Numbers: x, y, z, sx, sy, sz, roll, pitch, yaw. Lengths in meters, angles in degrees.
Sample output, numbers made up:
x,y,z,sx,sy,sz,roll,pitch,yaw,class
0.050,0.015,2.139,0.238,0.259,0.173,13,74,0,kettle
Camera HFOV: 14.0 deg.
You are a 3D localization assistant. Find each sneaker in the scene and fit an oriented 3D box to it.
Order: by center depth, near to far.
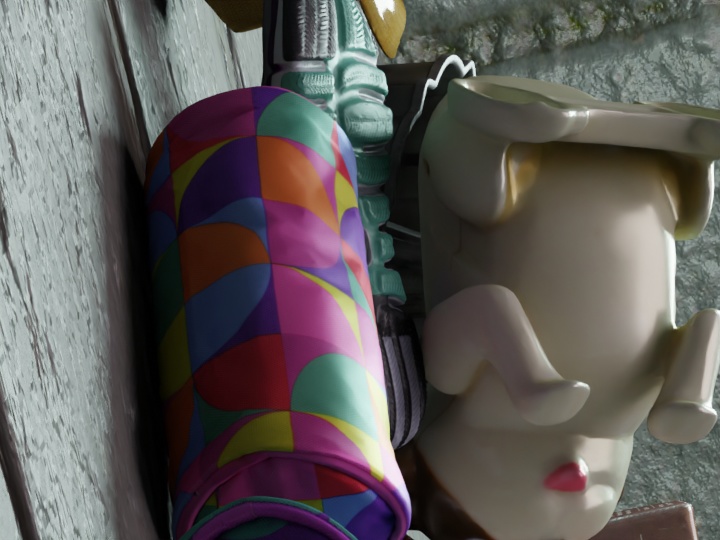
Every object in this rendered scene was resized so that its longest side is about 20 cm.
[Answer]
x,y,z,sx,sy,sz,roll,pitch,yaw,class
-0.035,-0.021,1.161,0.074,0.087,0.201,10,70,-59,sneaker

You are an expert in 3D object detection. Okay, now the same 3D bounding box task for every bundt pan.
x,y,z,sx,sy,sz,roll,pitch,yaw,class
0.000,0.000,1.312,0.202,0.075,0.203,6,90,-75,bundt pan

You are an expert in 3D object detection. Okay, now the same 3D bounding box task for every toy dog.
x,y,z,sx,sy,sz,roll,pitch,yaw,class
0.065,0.024,1.206,0.194,0.139,0.201,16,-79,54,toy dog

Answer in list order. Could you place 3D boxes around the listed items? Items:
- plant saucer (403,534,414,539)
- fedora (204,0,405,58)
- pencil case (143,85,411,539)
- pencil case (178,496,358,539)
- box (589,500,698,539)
x,y,z,sx,sy,sz,roll,pitch,yaw,class
0.048,0.214,1.252,0.199,0.037,0.201,32,-38,42,plant saucer
-0.051,-0.174,1.297,0.201,0.082,0.201,64,5,-10,fedora
-0.032,0.026,1.031,0.089,0.088,0.201,74,6,-46,pencil case
-0.017,0.137,0.900,0.200,0.085,0.093,68,5,-71,pencil case
0.149,0.258,2.020,0.164,0.199,0.167,34,44,-84,box
